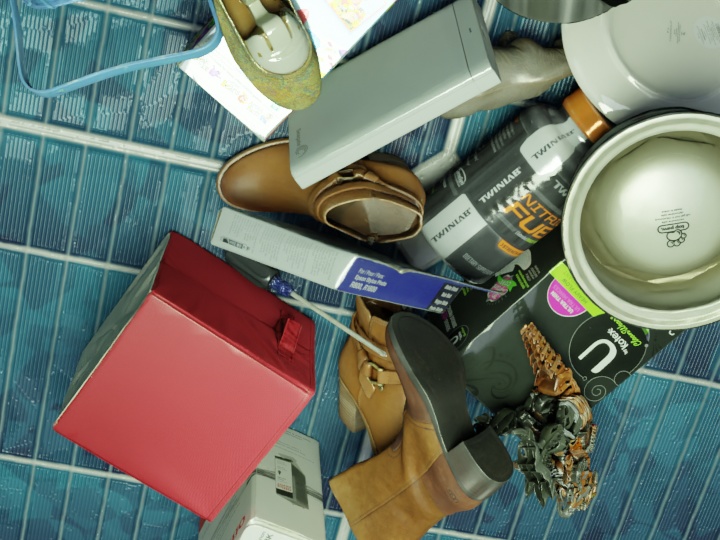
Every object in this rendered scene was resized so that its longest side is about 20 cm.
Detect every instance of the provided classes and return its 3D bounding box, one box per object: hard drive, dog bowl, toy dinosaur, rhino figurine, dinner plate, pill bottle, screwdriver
[{"bbox_3d":[0.024,-0.164,1.055,0.200,0.132,0.027,-27,128,18],"label":"hard drive"},{"bbox_3d":[0.271,-0.052,1.023,0.200,0.074,0.200,1,114,3],"label":"dog bowl"},{"bbox_3d":[0.171,0.148,1.104,0.136,0.102,0.200,-30,95,-35],"label":"toy dinosaur"},{"bbox_3d":[0.146,-0.188,1.093,0.200,0.087,0.060,-15,116,-6],"label":"rhino figurine"},{"bbox_3d":[0.281,-0.213,1.067,0.200,0.024,0.200,3,76,-13],"label":"dinner plate"},{"bbox_3d":[0.156,-0.085,1.112,0.200,0.106,0.106,-40,109,21],"label":"pill bottle"},{"bbox_3d":[-0.055,0.030,1.145,0.200,0.029,0.028,33,87,24],"label":"screwdriver"}]

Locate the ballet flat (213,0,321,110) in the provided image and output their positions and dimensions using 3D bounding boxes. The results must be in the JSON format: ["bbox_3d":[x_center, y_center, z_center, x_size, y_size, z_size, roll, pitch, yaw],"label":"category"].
[{"bbox_3d":[-0.086,-0.219,0.962,0.071,0.071,0.200,-25,109,6],"label":"ballet flat"}]

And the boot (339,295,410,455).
[{"bbox_3d":[0.046,0.120,1.153,0.074,0.200,0.155,-19,129,-38],"label":"boot"}]

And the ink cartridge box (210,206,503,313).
[{"bbox_3d":[0.000,0.000,1.061,0.200,0.200,0.041,19,93,33],"label":"ink cartridge box"}]

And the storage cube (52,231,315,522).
[{"bbox_3d":[-0.165,0.097,1.145,0.180,0.171,0.200,33,107,-14],"label":"storage cube"}]

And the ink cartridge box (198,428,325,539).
[{"bbox_3d":[-0.105,0.267,1.201,0.083,0.200,0.147,25,109,-14],"label":"ink cartridge box"}]

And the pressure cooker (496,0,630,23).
[{"bbox_3d":[0.166,-0.307,0.963,0.178,0.200,0.176,-10,83,6],"label":"pressure cooker"}]

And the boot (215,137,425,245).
[{"bbox_3d":[-0.038,-0.070,1.093,0.200,0.155,0.074,-5,113,-2],"label":"boot"}]

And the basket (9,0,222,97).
[{"bbox_3d":[-0.220,-0.261,0.998,0.176,0.139,0.200,-13,80,2],"label":"basket"}]

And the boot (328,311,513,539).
[{"bbox_3d":[0.036,0.160,1.104,0.188,0.068,0.200,56,134,11],"label":"boot"}]

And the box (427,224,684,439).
[{"bbox_3d":[0.192,0.051,1.174,0.200,0.124,0.149,-42,109,13],"label":"box"}]

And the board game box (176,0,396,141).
[{"bbox_3d":[-0.057,-0.233,1.053,0.105,0.103,0.200,41,104,-17],"label":"board game box"}]
